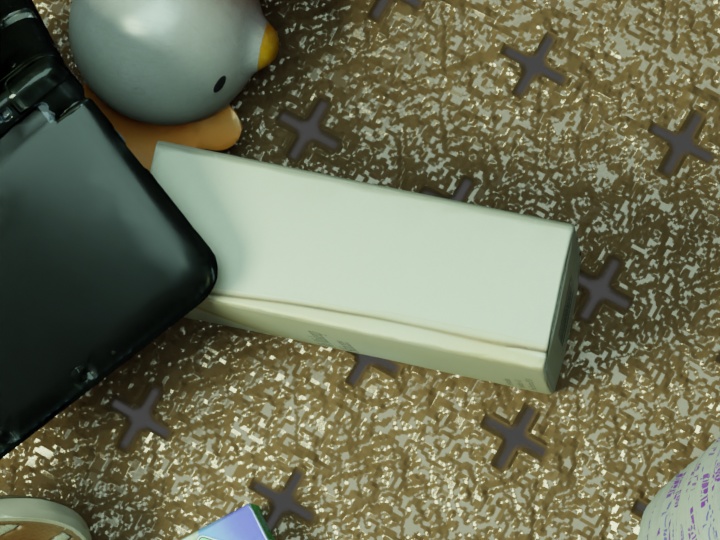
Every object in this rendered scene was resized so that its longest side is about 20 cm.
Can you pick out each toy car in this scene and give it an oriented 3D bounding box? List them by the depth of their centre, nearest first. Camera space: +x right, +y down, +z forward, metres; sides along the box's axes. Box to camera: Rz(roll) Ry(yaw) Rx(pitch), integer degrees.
[{"bbox_3d":[-0.072,-0.138,1.183,0.177,0.184,0.200,11,111,8],"label":"toy car"}]

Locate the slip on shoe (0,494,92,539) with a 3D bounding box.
[{"bbox_3d":[-0.226,0.147,1.180,0.200,0.061,0.076,-22,122,7],"label":"slip on shoe"}]

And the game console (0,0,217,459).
[{"bbox_3d":[-0.193,-0.014,1.140,0.200,0.116,0.176,-38,37,4],"label":"game console"}]

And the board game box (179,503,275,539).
[{"bbox_3d":[-0.064,0.230,1.163,0.135,0.029,0.200,-29,78,2],"label":"board game box"}]

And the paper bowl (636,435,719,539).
[{"bbox_3d":[0.203,0.161,1.041,0.201,0.201,0.104,51,126,12],"label":"paper bowl"}]

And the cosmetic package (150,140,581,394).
[{"bbox_3d":[0.000,0.000,1.159,0.200,0.104,0.073,11,82,10],"label":"cosmetic package"}]
